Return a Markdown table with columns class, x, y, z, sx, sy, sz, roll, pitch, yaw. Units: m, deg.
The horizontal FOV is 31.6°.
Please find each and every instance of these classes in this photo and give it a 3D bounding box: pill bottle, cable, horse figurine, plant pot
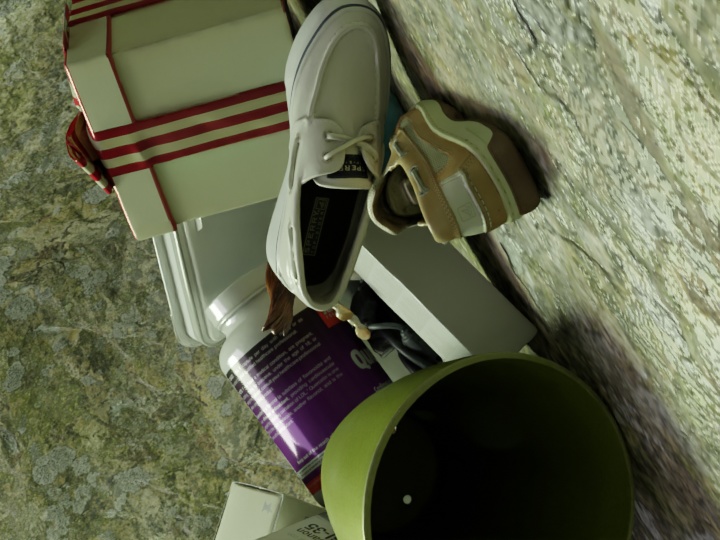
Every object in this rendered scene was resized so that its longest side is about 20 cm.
| class | x | y | z | sx | sy | sz | roll | pitch | yaw |
| --- | --- | --- | --- | --- | --- | --- | --- | --- | --- |
| pill bottle | -0.042 | 0.093 | 1.076 | 0.200 | 0.112 | 0.112 | 53 | 174 | 6 |
| cable | 0.061 | 0.062 | 1.105 | 0.163 | 0.051 | 0.200 | 34 | -174 | -11 |
| horse figurine | 0.000 | 0.000 | 1.014 | 0.133 | 0.199 | 0.050 | 52 | 134 | 38 |
| plant pot | 0.049 | 0.145 | 0.855 | 0.188 | 0.187 | 0.200 | 61 | 160 | -11 |

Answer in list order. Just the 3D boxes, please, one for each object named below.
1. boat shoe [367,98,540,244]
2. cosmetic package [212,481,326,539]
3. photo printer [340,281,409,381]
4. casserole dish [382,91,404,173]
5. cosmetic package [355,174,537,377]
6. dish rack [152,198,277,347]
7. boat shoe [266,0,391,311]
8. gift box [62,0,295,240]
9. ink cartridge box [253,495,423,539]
| class | x | y | z | sx | sy | sz | roll | pitch | yaw |
| --- | --- | --- | --- | --- | --- | --- | --- | --- | --- |
| boat shoe | 0.036 | -0.054 | 0.744 | 0.072 | 0.076 | 0.200 | 59 | 176 | -10 |
| cosmetic package | -0.031 | 0.254 | 1.063 | 0.071 | 0.106 | 0.199 | 3 | 160 | 47 |
| photo printer | -0.004 | 0.054 | 1.306 | 0.200 | 0.069 | 0.167 | 38 | -165 | -30 |
| casserole dish | 0.006 | -0.103 | 0.965 | 0.122 | 0.039 | 0.200 | 58 | 173 | 24 |
| cosmetic package | 0.033 | -0.006 | 0.907 | 0.200 | 0.051 | 0.083 | 45 | 166 | 5 |
| dish rack | -0.103 | -0.034 | 1.135 | 0.043 | 0.171 | 0.201 | 26 | 139 | 36 |
| boat shoe | -0.017 | -0.071 | 0.807 | 0.066 | 0.071 | 0.201 | 49 | 128 | 56 |
| gift box | -0.140 | -0.163 | 0.982 | 0.185 | 0.185 | 0.201 | -105 | -2 | -56 |
| ink cartridge box | 0.028 | 0.237 | 0.961 | 0.146 | 0.199 | 0.083 | 17 | 113 | 45 |
